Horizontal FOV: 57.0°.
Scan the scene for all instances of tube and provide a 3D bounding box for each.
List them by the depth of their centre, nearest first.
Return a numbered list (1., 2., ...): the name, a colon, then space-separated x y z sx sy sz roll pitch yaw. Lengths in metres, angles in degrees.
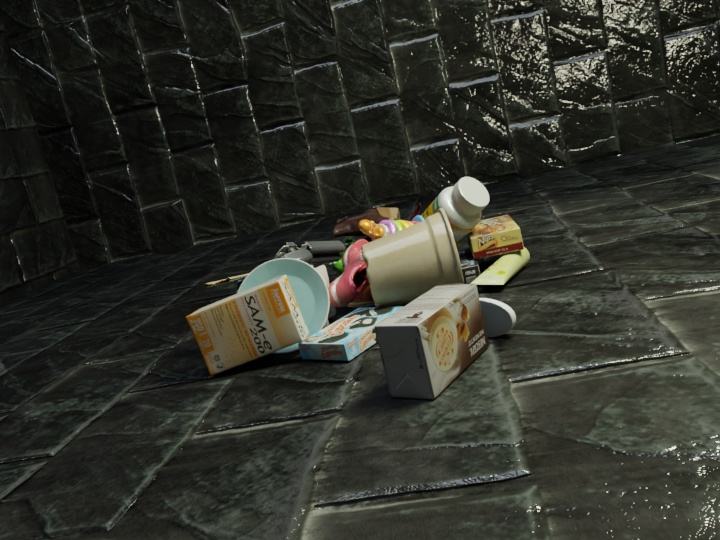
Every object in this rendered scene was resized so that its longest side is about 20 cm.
1. tube: 0.321 -0.003 1.477 0.200 0.052 0.058 -31 -17 -49

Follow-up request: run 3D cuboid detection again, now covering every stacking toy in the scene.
1. stacking toy: 0.069 -0.073 1.465 0.199 0.110 0.116 15 30 -42

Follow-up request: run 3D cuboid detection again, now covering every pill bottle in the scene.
1. pill bottle: 0.210 -0.123 1.544 0.112 0.113 0.200 -22 -18 -39

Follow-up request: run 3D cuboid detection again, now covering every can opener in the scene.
1. can opener: -0.104 -0.029 1.462 0.199 0.054 0.067 -5 40 -47

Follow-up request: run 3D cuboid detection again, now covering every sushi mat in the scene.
1. sushi mat: -0.240 0.009 1.444 0.095 0.012 0.200 -11 3 39

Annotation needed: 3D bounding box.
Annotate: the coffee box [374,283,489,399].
1. coffee box: 0.116 0.104 1.027 0.079 0.115 0.200 -5 13 36

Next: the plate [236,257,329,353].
1. plate: -0.158 0.073 1.350 0.199 0.201 0.026 -12 -20 5

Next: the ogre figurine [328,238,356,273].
1. ogre figurine: 0.005 -0.012 1.706 0.120 0.200 0.098 -34 -19 -33

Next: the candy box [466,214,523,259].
1. candy box: 0.315 -0.083 1.587 0.115 0.056 0.200 -11 12 7

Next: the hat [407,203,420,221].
1. hat: 0.082 -0.089 1.821 0.199 0.177 0.166 -12 12 6

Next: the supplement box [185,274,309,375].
1. supplement box: -0.215 0.105 1.274 0.199 0.127 0.074 -22 5 9

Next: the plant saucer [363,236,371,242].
1. plant saucer: 0.078 -0.054 1.643 0.199 0.035 0.200 -3 23 1

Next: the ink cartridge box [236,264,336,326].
1. ink cartridge box: -0.158 0.068 1.457 0.199 0.129 0.125 -15 10 -5

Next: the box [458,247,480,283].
1. box: 0.204 0.002 1.572 0.157 0.050 0.200 -11 12 12

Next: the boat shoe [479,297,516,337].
1. boat shoe: 0.201 0.079 1.187 0.066 0.070 0.200 -25 9 -41

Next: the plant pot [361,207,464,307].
1. plant pot: 0.103 -0.010 1.368 0.182 0.201 0.200 -13 11 2

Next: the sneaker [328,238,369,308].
1. sneaker: 0.000 0.000 1.484 0.087 0.074 0.201 -26 30 41

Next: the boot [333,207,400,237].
1. boot: 0.014 -0.097 1.653 0.165 0.073 0.200 -11 23 11

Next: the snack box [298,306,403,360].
1. snack box: -0.013 0.119 1.281 0.116 0.037 0.200 -5 14 38

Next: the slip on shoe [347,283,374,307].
1. slip on shoe: 0.026 0.047 1.532 0.199 0.062 0.074 -7 14 33
